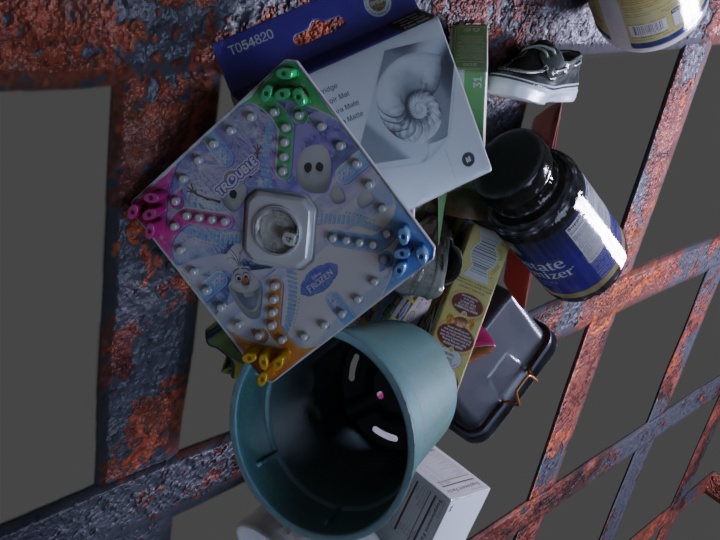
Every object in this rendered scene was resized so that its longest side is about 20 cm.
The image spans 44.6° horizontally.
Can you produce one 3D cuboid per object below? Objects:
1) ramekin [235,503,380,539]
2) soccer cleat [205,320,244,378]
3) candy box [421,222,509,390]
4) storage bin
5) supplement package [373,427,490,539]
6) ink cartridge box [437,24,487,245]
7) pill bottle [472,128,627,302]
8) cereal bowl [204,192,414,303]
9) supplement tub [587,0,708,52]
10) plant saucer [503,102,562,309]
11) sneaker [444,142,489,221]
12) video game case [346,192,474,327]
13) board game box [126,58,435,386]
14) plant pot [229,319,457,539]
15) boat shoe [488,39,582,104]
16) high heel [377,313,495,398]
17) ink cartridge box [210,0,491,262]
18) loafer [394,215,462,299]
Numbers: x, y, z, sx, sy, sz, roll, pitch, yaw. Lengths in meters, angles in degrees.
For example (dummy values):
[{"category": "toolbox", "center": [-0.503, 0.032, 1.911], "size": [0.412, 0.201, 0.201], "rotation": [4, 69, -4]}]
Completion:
[{"category": "ramekin", "center": [-0.052, 0.350, 1.078], "size": [0.098, 0.198, 0.203], "rotation": [-43, 142, -29]}, {"category": "soccer cleat", "center": [-0.107, 0.100, 0.953], "size": [0.082, 0.066, 0.201], "rotation": [-21, 144, 3]}, {"category": "candy box", "center": [0.111, 0.053, 1.042], "size": [0.115, 0.054, 0.204], "rotation": [126, -15, -84]}, {"category": "storage bin", "center": [0.165, 0.115, 1.213], "size": [0.201, 0.145, 0.135], "rotation": [-50, 133, -10]}, {"category": "supplement package", "center": [0.044, 0.271, 1.116], "size": [0.113, 0.198, 0.111], "rotation": [7, 112, -54]}, {"category": "ink cartridge box", "center": [0.109, -0.146, 0.926], "size": [0.202, 0.047, 0.148], "rotation": [-81, 169, -48]}, {"category": "pill bottle", "center": [0.205, -0.060, 0.954], "size": [0.113, 0.111, 0.199], "rotation": [-53, 130, -4]}, {"category": "cereal bowl", "center": [-0.052, -0.059, 0.824], "size": [0.195, 0.083, 0.206], "rotation": [-1, 93, -16]}, {"category": "supplement tub", "center": [0.323, -0.368, 1.020], "size": [0.146, 0.143, 0.200], "rotation": [-54, 144, -3]}, {"category": "plant saucer", "center": [0.221, -0.089, 1.136], "size": [0.201, 0.036, 0.203], "rotation": [-66, 162, -51]}, {"category": "sneaker", "center": [0.147, -0.110, 1.054], "size": [0.199, 0.066, 0.092], "rotation": [-12, 112, -66]}, {"category": "video game case", "center": [0.069, 0.005, 1.104], "size": [0.202, 0.023, 0.181], "rotation": [-56, 144, -1]}, {"category": "board game box", "center": [-0.070, -0.033, 0.733], "size": [0.199, 0.201, 0.026], "rotation": [-37, -175, 18]}, {"category": "plant pot", "center": [0.000, 0.141, 0.894], "size": [0.195, 0.197, 0.204], "rotation": [-14, 129, -64]}, {"category": "boat shoe", "center": [0.210, -0.242, 1.058], "size": [0.198, 0.071, 0.073], "rotation": [-19, 123, -55]}, {"category": "high heel", "center": [0.078, 0.131, 1.109], "size": [0.199, 0.095, 0.068], "rotation": [-39, 141, -22]}, {"category": "ink cartridge box", "center": [-0.004, -0.141, 0.767], "size": [0.196, 0.041, 0.204], "rotation": [-26, 100, -12]}, {"category": "loafer", "center": [0.080, -0.011, 0.975], "size": [0.071, 0.069, 0.200], "rotation": [-67, 172, 23]}]
